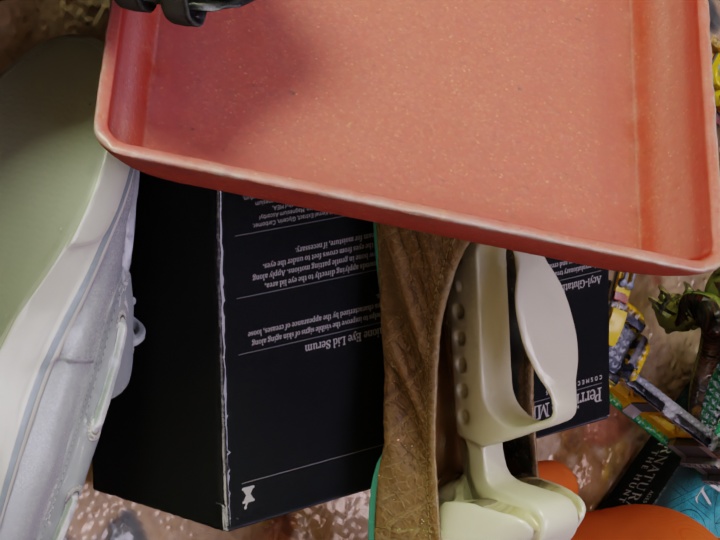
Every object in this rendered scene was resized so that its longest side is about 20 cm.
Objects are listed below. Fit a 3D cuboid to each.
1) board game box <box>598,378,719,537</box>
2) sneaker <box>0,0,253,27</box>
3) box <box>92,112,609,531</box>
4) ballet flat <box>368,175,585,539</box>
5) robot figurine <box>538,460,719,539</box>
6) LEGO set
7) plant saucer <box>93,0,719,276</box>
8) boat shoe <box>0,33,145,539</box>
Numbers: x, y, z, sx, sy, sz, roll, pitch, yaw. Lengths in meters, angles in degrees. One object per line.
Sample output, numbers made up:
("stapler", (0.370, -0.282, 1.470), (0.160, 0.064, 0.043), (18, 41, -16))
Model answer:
("board game box", (0.191, 0.087, 1.141), (0.200, 0.028, 0.135), (-52, 128, -25))
("sneaker", (-0.096, -0.101, 0.725), (0.200, 0.099, 0.071), (-29, 135, -29))
("box", (0.000, 0.000, 0.903), (0.200, 0.079, 0.141), (-11, 103, -43))
("ballet flat", (0.043, 0.053, 0.852), (0.068, 0.072, 0.200), (-11, 106, -44))
("robot figurine", (0.079, 0.154, 0.981), (0.200, 0.117, 0.144), (-6, 101, -47))
("LEGO set", (0.173, -0.002, 1.026), (0.154, 0.116, 0.200), (46, 66, -22))
("plant saucer", (0.016, -0.086, 0.824), (0.200, 0.037, 0.200), (11, 51, -10))
("boat shoe", (-0.110, 0.025, 0.815), (0.071, 0.070, 0.201), (24, 83, -56))
